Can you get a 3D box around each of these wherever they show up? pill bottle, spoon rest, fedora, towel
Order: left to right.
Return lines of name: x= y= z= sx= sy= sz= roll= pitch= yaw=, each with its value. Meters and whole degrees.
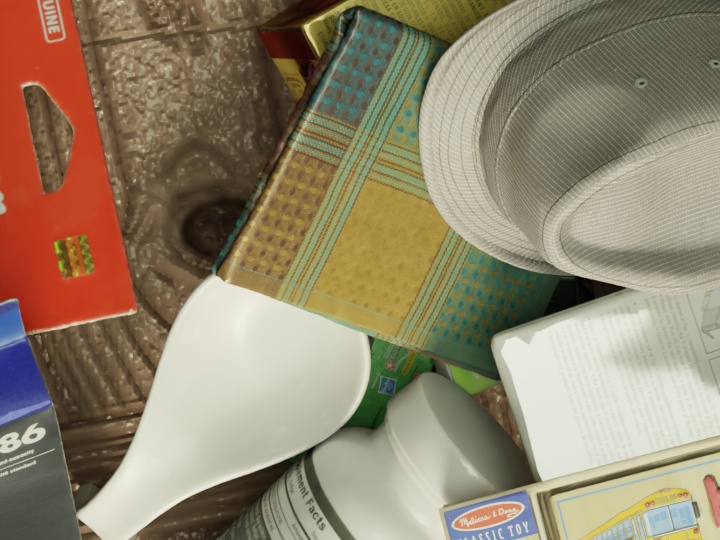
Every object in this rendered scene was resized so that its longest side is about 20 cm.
spoon rest: x=-0.075 y=0.074 z=1.345 sx=0.099 sy=0.061 sz=0.200 roll=42 pitch=116 yaw=-4
pill bottle: x=-0.008 y=0.152 z=1.354 sx=0.200 sy=0.116 sz=0.116 roll=-43 pitch=100 yaw=14
towel: x=0.034 y=-0.034 z=1.289 sx=0.200 sy=0.022 sz=0.147 roll=20 pitch=102 yaw=-42
fedora: x=0.133 y=-0.049 z=1.234 sx=0.199 sy=0.090 sz=0.177 roll=-9 pitch=129 yaw=-10

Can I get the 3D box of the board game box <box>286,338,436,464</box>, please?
board game box: x=0.002 y=0.007 z=1.400 sx=0.104 sy=0.023 sz=0.201 roll=26 pitch=94 yaw=-11

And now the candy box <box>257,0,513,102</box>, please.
candy box: x=0.054 y=-0.147 z=1.326 sx=0.199 sy=0.117 sz=0.057 roll=-30 pitch=101 yaw=-9

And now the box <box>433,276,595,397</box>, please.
box: x=0.113 y=-0.038 z=1.383 sx=0.199 sy=0.036 sz=0.145 roll=-22 pitch=106 yaw=-8

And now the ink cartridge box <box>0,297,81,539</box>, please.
ink cartridge box: x=-0.193 y=0.101 z=1.314 sx=0.099 sy=0.039 sz=0.200 roll=-21 pitch=143 yaw=-12

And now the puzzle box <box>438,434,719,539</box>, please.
puzzle box: x=0.148 y=0.149 z=1.261 sx=0.199 sy=0.025 sz=0.134 roll=-16 pitch=84 yaw=4

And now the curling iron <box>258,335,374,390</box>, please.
curling iron: x=0.000 y=0.000 z=1.343 sx=0.049 sy=0.026 sz=0.201 roll=23 pitch=116 yaw=-5

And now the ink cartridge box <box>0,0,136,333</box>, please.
ink cartridge box: x=-0.214 y=-0.057 z=1.316 sx=0.173 sy=0.044 sz=0.201 roll=-13 pitch=77 yaw=-4

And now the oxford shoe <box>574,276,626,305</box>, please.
oxford shoe: x=0.152 y=0.001 z=1.348 sx=0.072 sy=0.071 sz=0.201 roll=26 pitch=95 yaw=-13

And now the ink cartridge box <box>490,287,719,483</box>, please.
ink cartridge box: x=0.174 y=0.099 z=1.296 sx=0.173 sy=0.044 sz=0.201 roll=-18 pitch=84 yaw=2
